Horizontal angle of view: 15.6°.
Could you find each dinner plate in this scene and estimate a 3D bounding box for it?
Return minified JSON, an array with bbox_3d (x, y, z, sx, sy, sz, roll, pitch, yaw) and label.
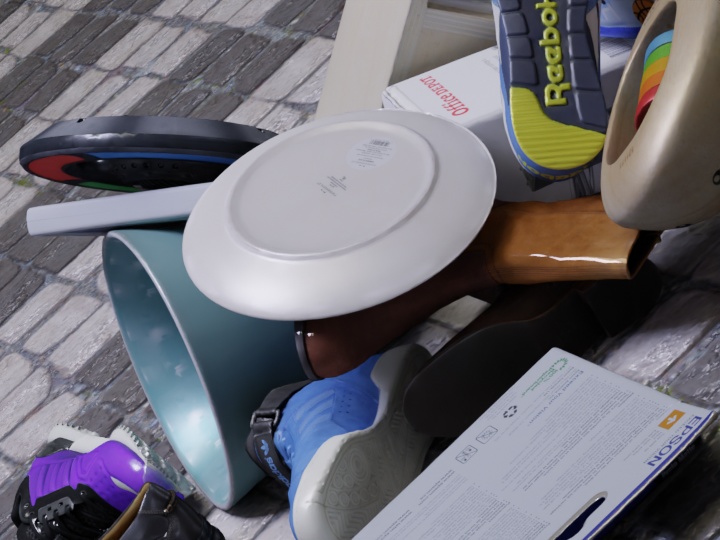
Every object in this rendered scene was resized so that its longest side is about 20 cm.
[{"bbox_3d":[-0.016,-0.043,1.605,0.199,0.024,0.200,-11,38,8],"label":"dinner plate"}]

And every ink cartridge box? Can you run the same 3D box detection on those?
[{"bbox_3d":[0.092,0.137,1.448,0.200,0.041,0.200,-43,21,-10],"label":"ink cartridge box"},{"bbox_3d":[0.130,-0.105,1.752,0.199,0.085,0.146,-20,19,-6],"label":"ink cartridge box"}]

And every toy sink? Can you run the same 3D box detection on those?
[{"bbox_3d":[0.055,-0.158,1.882,0.130,0.112,0.201,-127,49,-62],"label":"toy sink"}]

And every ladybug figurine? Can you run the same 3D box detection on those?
[{"bbox_3d":[0.195,-0.099,1.529,0.136,0.072,0.200,121,169,-46],"label":"ladybug figurine"}]

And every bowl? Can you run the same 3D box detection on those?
[{"bbox_3d":[-0.085,0.048,1.759,0.105,0.201,0.201,-23,17,-15],"label":"bowl"}]

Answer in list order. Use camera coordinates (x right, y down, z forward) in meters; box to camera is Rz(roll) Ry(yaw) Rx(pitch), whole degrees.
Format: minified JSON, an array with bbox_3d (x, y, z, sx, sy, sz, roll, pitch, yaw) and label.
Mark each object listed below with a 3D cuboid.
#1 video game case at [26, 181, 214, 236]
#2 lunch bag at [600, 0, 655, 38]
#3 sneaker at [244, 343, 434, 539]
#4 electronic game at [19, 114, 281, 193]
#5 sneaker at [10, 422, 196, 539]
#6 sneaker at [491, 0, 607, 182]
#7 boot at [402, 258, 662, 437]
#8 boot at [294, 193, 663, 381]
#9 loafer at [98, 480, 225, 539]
[{"bbox_3d":[-0.094,-0.042,1.789,0.199,0.023,0.182,-7,-3,33],"label":"video game case"},{"bbox_3d":[0.202,-0.227,1.715,0.170,0.124,0.200,-25,18,-33],"label":"lunch bag"},{"bbox_3d":[-0.026,0.122,1.620,0.111,0.077,0.200,-20,24,30],"label":"sneaker"},{"bbox_3d":[-0.132,-0.072,1.784,0.200,0.199,0.042,-7,79,55],"label":"electronic game"},{"bbox_3d":[-0.188,0.166,1.834,0.100,0.070,0.200,-53,20,-18],"label":"sneaker"},{"bbox_3d":[0.115,-0.147,1.629,0.074,0.082,0.201,1,73,3],"label":"sneaker"},{"bbox_3d":[0.080,0.023,1.671,0.186,0.064,0.200,-28,22,-10],"label":"boot"},{"bbox_3d":[0.077,0.007,1.574,0.199,0.069,0.188,0,24,33],"label":"boot"},{"bbox_3d":[-0.185,0.212,1.710,0.200,0.072,0.073,-39,22,2],"label":"loafer"}]
